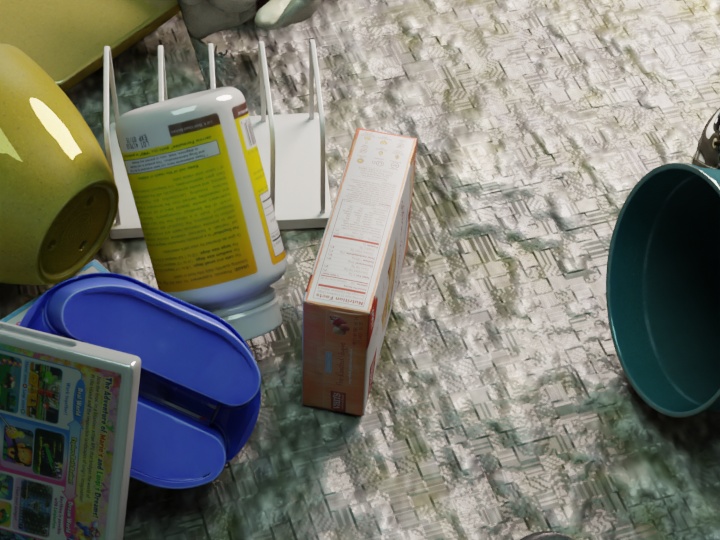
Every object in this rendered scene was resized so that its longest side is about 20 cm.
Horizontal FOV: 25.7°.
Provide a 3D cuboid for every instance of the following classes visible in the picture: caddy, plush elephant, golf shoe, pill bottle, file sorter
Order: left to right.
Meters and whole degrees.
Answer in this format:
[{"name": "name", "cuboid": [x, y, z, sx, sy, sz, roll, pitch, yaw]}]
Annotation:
[{"name": "caddy", "cuboid": [-0.170, 0.085, 1.209, 0.200, 0.105, 0.142, 26, 87, -11]}, {"name": "pill bottle", "cuboid": [-0.125, -0.042, 1.292, 0.109, 0.201, 0.109, -14, 10, 2]}, {"name": "file sorter", "cuboid": [-0.129, -0.124, 1.416, 0.199, 0.125, 0.139, -3, 49, -5]}, {"name": "plush elephant", "cuboid": [-0.103, -0.286, 1.509, 0.154, 0.201, 0.165, -18, 14, -3]}, {"name": "golf shoe", "cuboid": [0.328, -0.080, 1.416, 0.077, 0.095, 0.200, 8, 50, 4]}]

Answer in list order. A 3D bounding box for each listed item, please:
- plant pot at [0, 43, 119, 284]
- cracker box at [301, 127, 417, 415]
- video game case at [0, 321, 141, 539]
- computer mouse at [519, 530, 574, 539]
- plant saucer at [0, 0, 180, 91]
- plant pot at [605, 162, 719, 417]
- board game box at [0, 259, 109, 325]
[{"name": "plant pot", "cuboid": [-0.288, -0.067, 1.316, 0.142, 0.200, 0.200, 33, 55, 18]}, {"name": "cracker box", "cuboid": [0.000, 0.000, 1.304, 0.058, 0.134, 0.200, 11, 50, 7]}, {"name": "video game case", "cuboid": [-0.254, 0.133, 1.143, 0.182, 0.201, 0.024, 13, 23, 9]}, {"name": "computer mouse", "cuboid": [0.157, 0.290, 1.120, 0.140, 0.046, 0.200, -38, 65, -25]}, {"name": "plant saucer", "cuboid": [-0.297, -0.261, 1.580, 0.200, 0.049, 0.200, 33, 55, 25]}, {"name": "plant pot", "cuboid": [0.330, 0.013, 1.279, 0.187, 0.200, 0.200, -1, 47, -23]}, {"name": "board game box", "cuboid": [-0.251, 0.088, 1.283, 0.200, 0.034, 0.134, -36, 59, -29]}]
